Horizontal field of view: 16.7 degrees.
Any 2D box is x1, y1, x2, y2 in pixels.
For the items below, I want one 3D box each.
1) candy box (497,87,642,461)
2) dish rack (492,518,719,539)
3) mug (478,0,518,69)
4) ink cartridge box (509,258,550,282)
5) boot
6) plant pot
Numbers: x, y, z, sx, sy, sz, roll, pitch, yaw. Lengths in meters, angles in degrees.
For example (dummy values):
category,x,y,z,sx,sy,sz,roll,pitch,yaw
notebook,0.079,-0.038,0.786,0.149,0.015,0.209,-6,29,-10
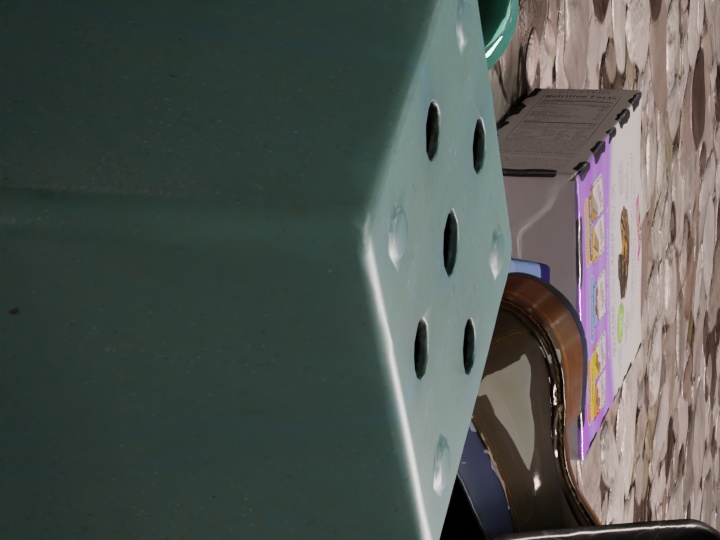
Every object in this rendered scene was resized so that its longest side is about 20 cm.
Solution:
category,x,y,z,sx,sy,sz,roll,pitch,yaw
candy box,0.115,-0.003,1.433,0.200,0.071,0.168,-47,137,-66
dish rack,0.127,0.187,0.903,0.153,0.055,0.200,1,47,-47
mug,-0.041,-0.138,0.661,0.185,0.114,0.152,55,-14,37
ink cartridge box,0.041,0.059,1.173,0.200,0.076,0.137,4,89,-76
boot,0.047,0.109,0.979,0.097,0.075,0.200,-35,124,-46
plant pot,-0.078,-0.009,0.486,0.141,0.200,0.141,-71,158,-43
